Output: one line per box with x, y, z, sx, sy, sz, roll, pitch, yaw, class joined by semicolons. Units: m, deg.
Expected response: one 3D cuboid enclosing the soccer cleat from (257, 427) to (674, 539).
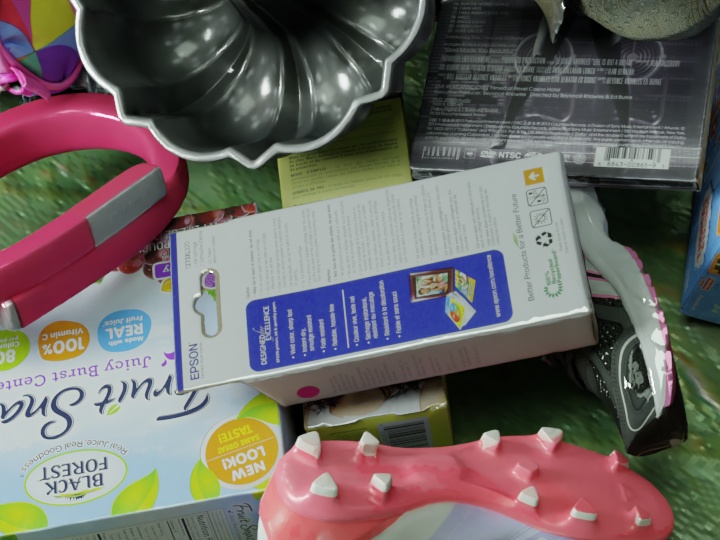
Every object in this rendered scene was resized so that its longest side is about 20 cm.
0.048;0.118;0.923;0.198;0.077;0.067;5;37;-19;soccer cleat

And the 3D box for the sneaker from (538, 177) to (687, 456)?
0.098;0.018;0.987;0.086;0.081;0.201;-23;45;2;sneaker

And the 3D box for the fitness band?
-0.178;-0.029;1.008;0.143;0.038;0.199;21;45;42;fitness band

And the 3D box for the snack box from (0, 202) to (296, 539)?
-0.134;0.067;0.989;0.198;0.068;0.170;-10;55;4;snack box

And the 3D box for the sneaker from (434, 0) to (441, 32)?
0.081;-0.146;1.086;0.079;0.079;0.200;-30;53;-11;sneaker

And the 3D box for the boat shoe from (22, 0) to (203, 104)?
-0.090;-0.120;1.106;0.198;0.071;0.092;0;58;17;boat shoe

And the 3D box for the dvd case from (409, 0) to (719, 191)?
0.113;-0.134;1.017;0.147;0.016;0.202;3;66;19;dvd case

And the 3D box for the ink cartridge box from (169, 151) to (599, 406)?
0.009;0.007;0.947;0.198;0.037;0.095;-10;55;5;ink cartridge box

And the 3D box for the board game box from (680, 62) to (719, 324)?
0.206;-0.087;0.953;0.036;0.200;0.153;15;59;-3;board game box

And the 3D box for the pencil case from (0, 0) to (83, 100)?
-0.239;-0.133;1.092;0.198;0.089;0.089;2;55;36;pencil case

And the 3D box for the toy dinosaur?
0.143;-0.146;0.953;0.199;0.077;0.103;19;82;39;toy dinosaur

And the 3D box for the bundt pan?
-0.047;-0.152;1.016;0.200;0.076;0.204;0;90;19;bundt pan

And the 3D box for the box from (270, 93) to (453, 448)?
0.000;0.000;1.021;0.074;0.050;0.202;-11;56;3;box
